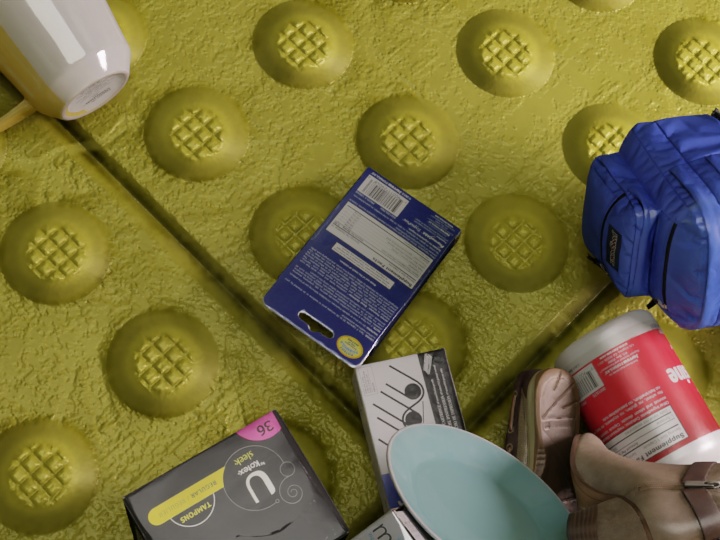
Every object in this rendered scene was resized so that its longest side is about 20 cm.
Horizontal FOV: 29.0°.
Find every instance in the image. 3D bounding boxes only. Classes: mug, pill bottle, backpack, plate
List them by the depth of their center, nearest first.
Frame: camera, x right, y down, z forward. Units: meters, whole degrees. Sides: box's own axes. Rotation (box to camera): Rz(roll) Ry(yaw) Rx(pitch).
[{"bbox_3d":[0.105,0.209,1.215,0.199,0.026,0.201,25,25,-12],"label":"plate"},{"bbox_3d":[0.281,0.149,1.345,0.112,0.112,0.201,-24,73,-15],"label":"pill bottle"},{"bbox_3d":[0.319,-0.034,1.365,0.167,0.163,0.200,-15,37,-11],"label":"backpack"},{"bbox_3d":[-0.324,-0.230,1.434,0.154,0.186,0.149,54,40,5],"label":"mug"}]

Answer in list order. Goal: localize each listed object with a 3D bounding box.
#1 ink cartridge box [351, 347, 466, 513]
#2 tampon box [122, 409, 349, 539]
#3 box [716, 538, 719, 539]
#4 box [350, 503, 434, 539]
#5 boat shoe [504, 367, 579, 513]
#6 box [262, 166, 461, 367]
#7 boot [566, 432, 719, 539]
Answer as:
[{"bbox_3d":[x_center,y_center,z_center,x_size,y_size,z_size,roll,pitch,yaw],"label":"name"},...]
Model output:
[{"bbox_3d":[0.060,0.183,1.343,0.093,0.044,0.201,-12,70,-9],"label":"ink cartridge box"},{"bbox_3d":[-0.111,0.234,1.220,0.149,0.200,0.127,-29,74,-17],"label":"tampon box"},{"bbox_3d":[0.234,0.346,1.215,0.199,0.124,0.198,-23,105,-15],"label":"box"},{"bbox_3d":[-0.002,0.287,1.188,0.176,0.200,0.097,-36,77,2],"label":"box"},{"bbox_3d":[0.166,0.194,1.343,0.072,0.072,0.202,3,87,-31],"label":"boat shoe"},{"bbox_3d":[0.000,0.000,1.405,0.121,0.032,0.200,35,60,7],"label":"box"},{"bbox_3d":[0.258,0.191,1.222,0.145,0.200,0.071,-13,112,17],"label":"boot"}]
